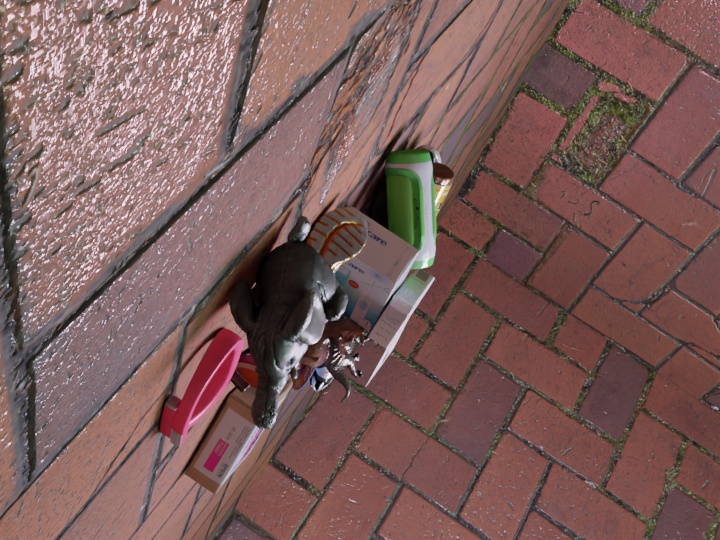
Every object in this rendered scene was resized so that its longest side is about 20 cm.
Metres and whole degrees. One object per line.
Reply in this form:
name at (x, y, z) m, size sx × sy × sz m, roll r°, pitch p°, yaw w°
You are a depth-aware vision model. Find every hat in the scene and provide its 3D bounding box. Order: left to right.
hat at (0.062, -0.127, 1.730) m, size 0.201 × 0.081 × 0.201 m, roll -162°, pitch -90°, yaw -89°

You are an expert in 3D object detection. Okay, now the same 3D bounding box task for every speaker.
speaker at (0.087, -0.107, 1.597) m, size 0.088 × 0.088 × 0.200 m, roll -42°, pitch 131°, yaw -69°

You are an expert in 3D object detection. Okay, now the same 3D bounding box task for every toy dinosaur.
toy dinosaur at (-0.082, 0.142, 1.712) m, size 0.086 × 0.135 × 0.200 m, roll -54°, pitch 180°, yaw -37°
toy dinosaur at (-0.037, 0.152, 1.776) m, size 0.077 × 0.102 × 0.200 m, roll 10°, pitch -97°, yaw 59°

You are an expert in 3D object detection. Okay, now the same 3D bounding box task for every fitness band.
fitness band at (-0.214, 0.158, 1.231) m, size 0.144 × 0.037 × 0.200 m, roll -56°, pitch 176°, yaw -35°

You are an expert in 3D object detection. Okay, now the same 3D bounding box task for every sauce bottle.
sauce bottle at (0.126, -0.122, 1.841) m, size 0.066 × 0.066 × 0.200 m, roll -49°, pitch 164°, yaw -53°

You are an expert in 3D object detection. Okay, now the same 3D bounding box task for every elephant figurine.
elephant figurine at (-0.096, 0.063, 1.130) m, size 0.141 × 0.155 × 0.200 m, roll -34°, pitch -165°, yaw 28°

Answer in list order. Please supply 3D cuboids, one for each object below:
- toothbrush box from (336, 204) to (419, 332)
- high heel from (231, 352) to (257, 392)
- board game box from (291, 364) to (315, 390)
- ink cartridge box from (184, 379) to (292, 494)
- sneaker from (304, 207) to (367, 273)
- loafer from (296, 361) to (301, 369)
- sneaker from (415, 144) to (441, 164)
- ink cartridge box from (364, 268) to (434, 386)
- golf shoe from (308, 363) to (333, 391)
toothbrush box at (0.000, 0.000, 1.588) m, size 0.085 × 0.146 × 0.200 m, roll -53°, pitch 175°, yaw -31°
high heel at (-0.155, 0.142, 1.461) m, size 0.096 × 0.067 × 0.200 m, roll -44°, pitch -174°, yaw -20°
board game box at (-0.116, 0.140, 1.841) m, size 0.158 × 0.039 × 0.200 m, roll 157°, pitch -50°, yaw -68°
ink cartridge box at (-0.224, 0.291, 1.694) m, size 0.200 × 0.075 × 0.165 m, roll -58°, pitch 176°, yaw 22°
sneaker at (-0.064, -0.017, 1.371) m, size 0.200 × 0.078 × 0.077 m, roll -50°, pitch -174°, yaw -25°
loafer at (-0.126, 0.141, 1.608) m, size 0.200 × 0.071 × 0.073 m, roll -52°, pitch 178°, yaw 24°
sneaker at (0.101, -0.170, 1.871) m, size 0.099 × 0.071 × 0.200 m, roll -58°, pitch -179°, yaw -36°
ink cartridge box at (0.058, 0.098, 1.661) m, size 0.176 × 0.045 × 0.200 m, roll -60°, pitch 174°, yaw 21°
golf shoe at (-0.093, 0.204, 1.883) m, size 0.200 × 0.072 × 0.092 m, roll 129°, pitch -21°, yaw -69°
